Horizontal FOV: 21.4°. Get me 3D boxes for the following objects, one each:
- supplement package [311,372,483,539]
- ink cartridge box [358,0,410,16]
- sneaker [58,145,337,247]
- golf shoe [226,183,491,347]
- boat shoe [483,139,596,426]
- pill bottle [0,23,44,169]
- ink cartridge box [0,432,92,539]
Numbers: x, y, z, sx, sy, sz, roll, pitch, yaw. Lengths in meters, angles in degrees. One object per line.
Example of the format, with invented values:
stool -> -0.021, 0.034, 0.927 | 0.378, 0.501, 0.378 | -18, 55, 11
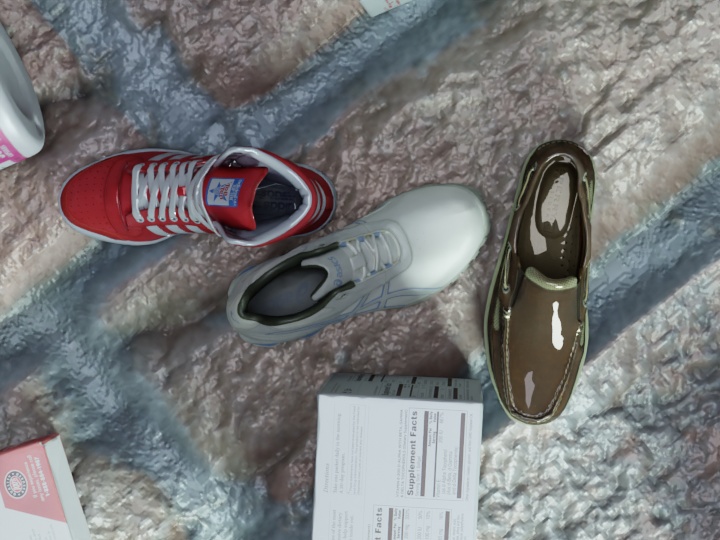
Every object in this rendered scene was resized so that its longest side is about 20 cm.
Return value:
supplement package -> 0.024, 0.177, 1.300 | 0.110, 0.156, 0.201 | 4, 92, 3
ink cartridge box -> 0.077, -0.248, 1.287 | 0.199, 0.147, 0.083 | -21, 92, 5
sneaker -> -0.119, -0.051, 1.322 | 0.199, 0.112, 0.072 | -1, 92, 4
golf shoe -> 0.000, 0.000, 1.326 | 0.199, 0.097, 0.079 | -27, 89, 3
boat shoe -> 0.125, 0.009, 1.328 | 0.074, 0.075, 0.203 | 3, 92, 3
pill bottle -> -0.333, -0.098, 1.334 | 0.199, 0.113, 0.114 | -22, 91, 5
ink cartridge box -> -0.299, 0.201, 1.366 | 0.199, 0.067, 0.117 | -17, 91, 2
